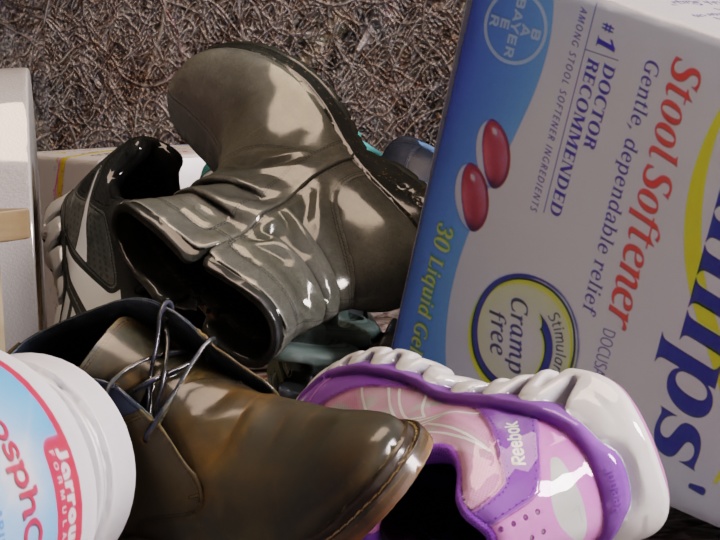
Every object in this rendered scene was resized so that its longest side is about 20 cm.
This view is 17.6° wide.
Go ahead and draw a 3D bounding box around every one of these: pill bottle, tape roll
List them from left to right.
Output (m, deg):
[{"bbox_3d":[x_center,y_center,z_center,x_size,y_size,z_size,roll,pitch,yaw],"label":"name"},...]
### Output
[{"bbox_3d":[-0.152,0.080,0.740,0.108,0.110,0.200,-1,6,22],"label":"pill bottle"},{"bbox_3d":[-0.171,0.002,1.118,0.037,0.204,0.203,-4,5,-7],"label":"tape roll"}]

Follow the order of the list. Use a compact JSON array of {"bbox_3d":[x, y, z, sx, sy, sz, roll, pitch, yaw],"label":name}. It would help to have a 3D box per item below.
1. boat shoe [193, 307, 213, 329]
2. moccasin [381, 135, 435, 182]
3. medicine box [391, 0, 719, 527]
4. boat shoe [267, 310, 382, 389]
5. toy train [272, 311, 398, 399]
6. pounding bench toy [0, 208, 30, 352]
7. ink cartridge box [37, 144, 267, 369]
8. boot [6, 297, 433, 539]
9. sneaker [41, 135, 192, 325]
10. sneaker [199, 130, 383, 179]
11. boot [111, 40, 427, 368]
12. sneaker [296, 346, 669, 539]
[{"bbox_3d":[-0.089,0.030,1.334,0.200,0.072,0.068,-35,17,-22],"label":"boat shoe"},{"bbox_3d":[0.091,-0.012,1.313,0.080,0.200,0.068,-34,30,25],"label":"moccasin"},{"bbox_3d":[0.132,-0.013,0.933,0.199,0.183,0.103,22,18,32],"label":"medicine box"},{"bbox_3d":[-0.020,0.056,1.303,0.062,0.072,0.200,-39,3,6],"label":"boat shoe"},{"bbox_3d":[0.012,0.062,1.061,0.113,0.086,0.200,7,6,4],"label":"toy train"},{"bbox_3d":[-0.242,0.043,0.944,0.124,0.157,0.199,1,6,35],"label":"pounding bench toy"},{"bbox_3d":[-0.136,-0.011,1.584,0.146,0.146,0.200,-4,6,-22],"label":"ink cartridge box"},{"bbox_3d":[-0.061,0.058,0.829,0.200,0.097,0.075,-17,31,53],"label":"boot"},{"bbox_3d":[-0.102,0.014,1.075,0.066,0.201,0.091,18,-51,-30],"label":"sneaker"},{"bbox_3d":[-0.025,-0.041,1.305,0.077,0.080,0.200,-14,-17,31],"label":"sneaker"},{"bbox_3d":[-0.058,-0.037,1.029,0.130,0.068,0.200,-14,40,-38],"label":"boot"},{"bbox_3d":[0.017,0.082,0.874,0.088,0.081,0.199,-32,17,-35],"label":"sneaker"}]
